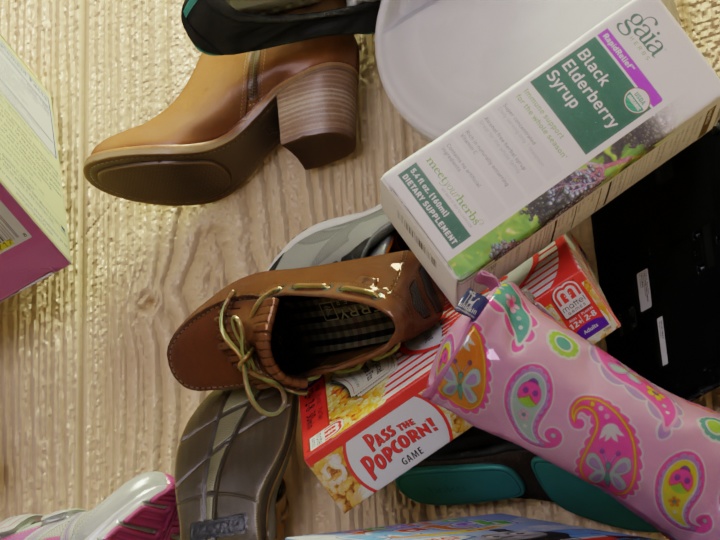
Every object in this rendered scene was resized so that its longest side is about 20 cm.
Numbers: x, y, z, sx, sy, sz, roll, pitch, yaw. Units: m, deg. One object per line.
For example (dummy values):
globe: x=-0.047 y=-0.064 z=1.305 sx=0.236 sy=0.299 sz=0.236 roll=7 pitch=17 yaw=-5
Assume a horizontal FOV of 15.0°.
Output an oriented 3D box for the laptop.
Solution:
laptop: x=0.249 y=-0.002 z=1.667 sx=0.200 sy=0.103 sz=0.178 roll=-33 pitch=49 yaw=40

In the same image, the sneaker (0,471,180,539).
sneaker: x=-0.201 y=0.187 z=1.755 sx=0.200 sy=0.081 sz=0.088 roll=-37 pitch=55 yaw=4

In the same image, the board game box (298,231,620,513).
board game box: x=0.056 y=0.052 z=1.665 sx=0.200 sy=0.046 sz=0.152 roll=-35 pitch=15 yaw=6

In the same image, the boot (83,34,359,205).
boot: x=-0.098 y=-0.136 z=1.873 sx=0.199 sy=0.077 sz=0.156 roll=-15 pitch=60 yaw=16

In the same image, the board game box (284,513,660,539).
board game box: x=0.067 y=0.168 z=1.536 sx=0.200 sy=0.150 sz=0.037 roll=-1 pitch=92 yaw=62

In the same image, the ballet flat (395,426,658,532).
ballet flat: x=0.111 y=0.109 z=1.646 sx=0.199 sy=0.068 sz=0.069 roll=6 pitch=56 yaw=29

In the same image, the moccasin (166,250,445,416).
moccasin: x=-0.042 y=0.042 z=1.679 sx=0.200 sy=0.074 sz=0.078 roll=-8 pitch=21 yaw=35

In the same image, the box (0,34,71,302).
box: x=-0.306 y=-0.055 z=1.898 sx=0.175 sy=0.097 sz=0.201 roll=-28 pitch=39 yaw=12

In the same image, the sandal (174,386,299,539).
sandal: x=-0.075 y=0.156 z=1.722 sx=0.080 sy=0.054 sz=0.201 roll=-8 pitch=62 yaw=22

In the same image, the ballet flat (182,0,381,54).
ballet flat: x=-0.021 y=-0.189 z=1.807 sx=0.199 sy=0.069 sz=0.068 roll=-17 pitch=62 yaw=-20

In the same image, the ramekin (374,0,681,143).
ramekin: x=0.116 y=-0.147 z=1.760 sx=0.201 sy=0.094 sz=0.203 roll=-12 pitch=60 yaw=21

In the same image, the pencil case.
pencil case: x=0.134 y=0.081 z=1.541 sx=0.199 sy=0.087 sz=0.088 roll=31 pitch=79 yaw=3

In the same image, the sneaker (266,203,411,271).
sneaker: x=0.000 y=0.000 z=1.724 sx=0.200 sy=0.074 sz=0.079 roll=-33 pitch=9 yaw=28

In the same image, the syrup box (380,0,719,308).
syrup box: x=0.114 y=-0.071 z=1.610 sx=0.200 sy=0.081 sz=0.079 roll=-35 pitch=78 yaw=-7
